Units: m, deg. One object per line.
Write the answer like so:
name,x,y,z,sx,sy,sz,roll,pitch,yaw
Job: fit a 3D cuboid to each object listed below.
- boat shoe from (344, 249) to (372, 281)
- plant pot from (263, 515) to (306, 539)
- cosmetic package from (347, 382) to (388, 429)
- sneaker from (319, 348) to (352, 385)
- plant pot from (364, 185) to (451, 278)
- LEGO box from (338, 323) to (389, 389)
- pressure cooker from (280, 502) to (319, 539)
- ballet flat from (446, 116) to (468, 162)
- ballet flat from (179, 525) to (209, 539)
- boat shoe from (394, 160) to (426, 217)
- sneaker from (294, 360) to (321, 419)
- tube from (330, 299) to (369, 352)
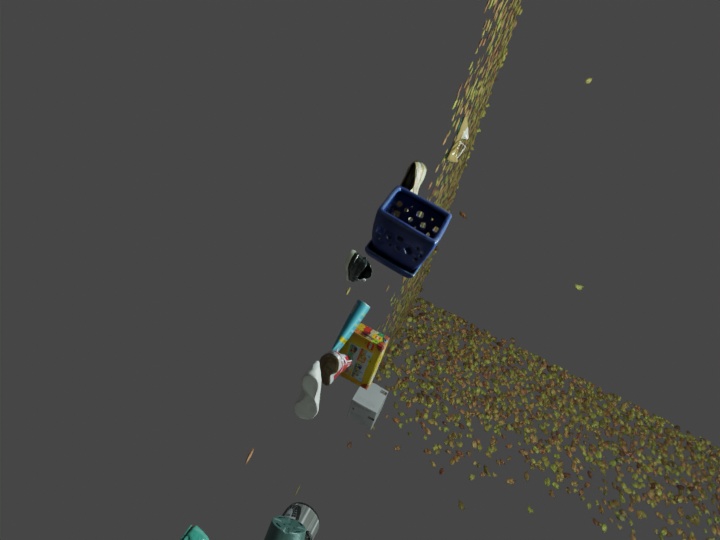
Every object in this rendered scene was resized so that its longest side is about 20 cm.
boat shoe,0.001,-0.002,1.628,0.075,0.065,0.200,-62,169,-16
plant pot,-0.314,1.113,2.299,0.200,0.197,0.200,36,72,-79
cosmetic package,0.040,0.764,3.286,0.166,0.163,0.202,-54,164,-42
sneaker,-0.074,0.287,1.854,0.112,0.071,0.201,-42,166,-32
plant pot,0.135,-0.107,1.728,0.200,0.198,0.181,-51,169,-52
LEGO box,0.002,0.312,2.117,0.077,0.147,0.203,-42,155,-63
pressure cooker,-0.284,1.146,2.512,0.178,0.177,0.200,-66,170,26
ballet flat,0.441,-0.572,2.524,0.203,0.062,0.069,-68,169,13
ballet flat,-0.366,0.595,1.153,0.068,0.069,0.200,-68,169,20
boat shoe,0.144,-0.249,1.816,0.076,0.071,0.204,-6,114,-61
sneaker,-0.147,0.361,1.731,0.089,0.074,0.203,-70,177,-56
tube,-0.041,0.196,1.949,0.202,0.050,0.077,-58,159,-6
